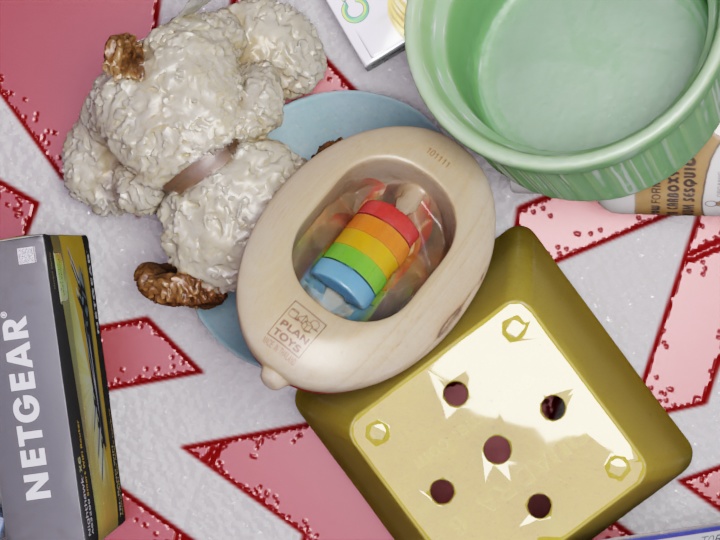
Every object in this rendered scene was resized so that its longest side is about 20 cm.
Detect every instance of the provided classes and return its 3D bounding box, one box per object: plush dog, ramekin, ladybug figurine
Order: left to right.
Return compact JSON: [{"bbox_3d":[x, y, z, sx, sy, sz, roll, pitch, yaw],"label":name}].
[{"bbox_3d":[-0.093,-0.069,1.393,0.200,0.160,0.172,-35,82,5],"label":"plush dog"},{"bbox_3d":[0.000,0.000,1.331,0.136,0.072,0.200,39,65,9],"label":"ladybug figurine"},{"bbox_3d":[0.134,-0.139,1.322,0.199,0.098,0.201,-6,70,17],"label":"ramekin"}]

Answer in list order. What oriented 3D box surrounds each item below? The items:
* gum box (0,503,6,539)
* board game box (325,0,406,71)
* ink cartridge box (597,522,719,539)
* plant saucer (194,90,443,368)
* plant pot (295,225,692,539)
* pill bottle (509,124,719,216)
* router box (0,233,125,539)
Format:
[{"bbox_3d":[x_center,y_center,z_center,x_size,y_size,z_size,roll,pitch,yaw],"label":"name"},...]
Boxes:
[{"bbox_3d":[-0.353,0.213,1.474,0.199,0.045,0.171,19,92,3],"label":"gum box"},{"bbox_3d":[0.008,-0.251,1.456,0.126,0.035,0.200,-31,89,3],"label":"board game box"},{"bbox_3d":[0.156,0.246,1.374,0.199,0.041,0.201,-2,111,-36],"label":"ink cartridge box"},{"bbox_3d":[-0.019,-0.020,1.433,0.200,0.039,0.202,-9,64,19],"label":"plant saucer"},{"bbox_3d":[0.085,0.105,1.387,0.200,0.176,0.200,-37,88,2],"label":"plant pot"},{"bbox_3d":[0.197,-0.093,1.408,0.199,0.114,0.115,1,91,7],"label":"pill bottle"},{"bbox_3d":[-0.200,0.077,1.409,0.052,0.157,0.201,-8,91,3],"label":"router box"}]
